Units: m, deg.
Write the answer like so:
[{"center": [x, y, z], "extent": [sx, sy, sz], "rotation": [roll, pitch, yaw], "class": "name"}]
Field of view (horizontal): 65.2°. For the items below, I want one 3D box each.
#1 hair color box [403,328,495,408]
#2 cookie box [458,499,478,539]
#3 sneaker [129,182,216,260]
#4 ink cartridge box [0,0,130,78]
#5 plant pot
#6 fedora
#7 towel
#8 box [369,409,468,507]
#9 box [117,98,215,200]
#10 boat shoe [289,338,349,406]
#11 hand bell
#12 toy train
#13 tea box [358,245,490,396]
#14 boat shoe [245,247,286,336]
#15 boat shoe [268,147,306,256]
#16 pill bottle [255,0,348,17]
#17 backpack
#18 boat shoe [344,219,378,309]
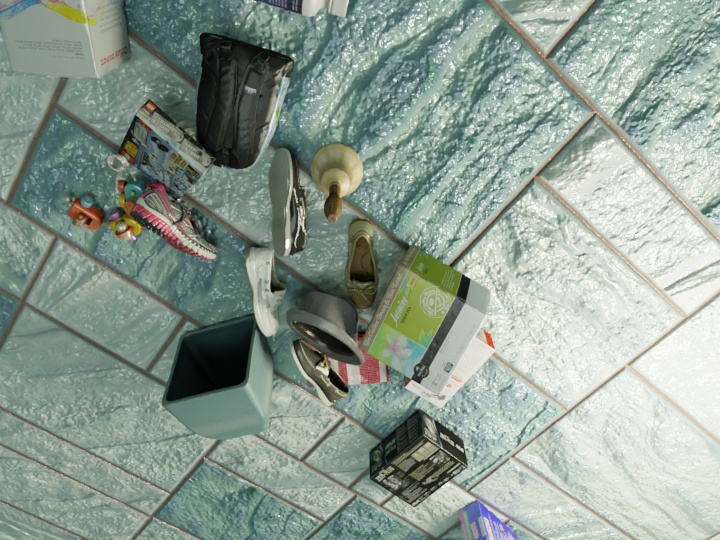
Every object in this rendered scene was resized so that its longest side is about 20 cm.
[{"center": [0.195, 0.202, 1.263], "extent": [0.109, 0.065, 0.202], "rotation": [30, 114, -16], "class": "hair color box"}, {"center": [0.362, 0.753, 1.519], "extent": [0.075, 0.173, 0.200], "rotation": [-37, 113, 17], "class": "cookie box"}, {"center": [-0.340, -0.084, 1.078], "extent": [0.079, 0.076, 0.200], "rotation": [13, 159, 34], "class": "sneaker"}, {"center": [-0.456, -0.417, 0.863], "extent": [0.139, 0.147, 0.206], "rotation": [3, 120, -1], "class": "ink cartridge box"}, {"center": [-0.285, 0.257, 1.234], "extent": [0.190, 0.199, 0.204], "rotation": [-14, 128, 8], "class": "plant pot"}, {"center": [-0.062, 0.109, 1.179], "extent": [0.174, 0.092, 0.200], "rotation": [2, 148, 46], "class": "fedora"}, {"center": [-0.033, 0.207, 1.293], "extent": [0.193, 0.023, 0.148], "rotation": [-4, 121, 3], "class": "towel"}, {"center": [0.141, 0.471, 1.405], "extent": [0.162, 0.087, 0.200], "rotation": [36, 114, -19], "class": "box"}, {"center": [-0.342, -0.201, 0.981], "extent": [0.136, 0.040, 0.198], "rotation": [41, 155, -21], "class": "box"}, {"center": [-0.090, 0.217, 1.248], "extent": [0.059, 0.073, 0.204], "rotation": [-23, 126, 9], "class": "boat shoe"}, {"center": [-0.047, -0.138, 0.989], "extent": [0.100, 0.202, 0.107], "rotation": [1, 122, 1], "class": "hand bell"}, {"center": [-0.477, -0.119, 1.073], "extent": [0.149, 0.057, 0.198], "rotation": [38, 124, -25], "class": "toy train"}, {"center": [0.129, 0.097, 1.126], "extent": [0.193, 0.134, 0.204], "rotation": [28, 113, 7], "class": "tea box"}, {"center": [-0.188, 0.048, 1.173], "extent": [0.067, 0.071, 0.206], "rotation": [-4, 119, 5], "class": "boat shoe"}, {"center": [-0.132, -0.130, 1.076], "extent": [0.059, 0.073, 0.207], "rotation": [-13, 110, -39], "class": "boat shoe"}, {"center": [-0.107, -0.457, 0.856], "extent": [0.194, 0.112, 0.114], "rotation": [14, 120, -7], "class": "pill bottle"}, {"center": [-0.206, -0.273, 0.959], "extent": [0.158, 0.154, 0.207], "rotation": [11, 101, -9], "class": "backpack"}, {"center": [0.000, 0.000, 1.148], "extent": [0.071, 0.063, 0.206], "rotation": [-4, 121, 2], "class": "boat shoe"}]
